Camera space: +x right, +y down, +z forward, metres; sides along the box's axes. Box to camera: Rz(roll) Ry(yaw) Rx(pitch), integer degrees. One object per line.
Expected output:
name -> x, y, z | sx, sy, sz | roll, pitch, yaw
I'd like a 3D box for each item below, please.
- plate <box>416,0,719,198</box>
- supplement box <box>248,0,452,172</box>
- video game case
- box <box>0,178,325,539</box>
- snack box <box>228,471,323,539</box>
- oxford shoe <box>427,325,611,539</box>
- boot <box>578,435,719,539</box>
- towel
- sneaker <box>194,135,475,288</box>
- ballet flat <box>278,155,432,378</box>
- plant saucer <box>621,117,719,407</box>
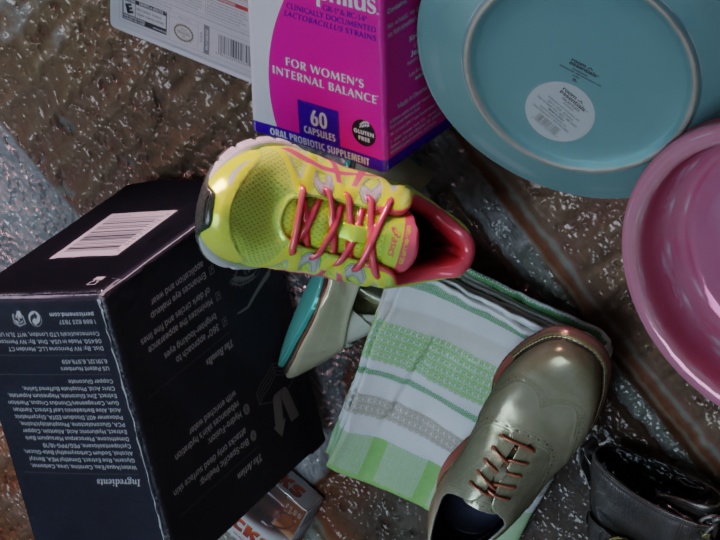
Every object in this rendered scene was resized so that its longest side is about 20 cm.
plate -> 0.126, -0.117, 1.493 | 0.199, 0.026, 0.201 | 9, 130, 11
supplement box -> 0.000, -0.175, 1.550 | 0.101, 0.103, 0.201 | 18, 125, 31
video game case -> -0.097, -0.221, 1.658 | 0.143, 0.018, 0.201 | 24, 129, 26
box -> -0.136, 0.067, 1.728 | 0.117, 0.197, 0.201 | -2, 111, 31
snack box -> -0.118, 0.125, 1.888 | 0.200, 0.024, 0.072 | 39, 133, 12
oxford shoe -> 0.097, 0.114, 1.634 | 0.070, 0.074, 0.201 | 27, 134, 1
boot -> 0.206, 0.211, 1.650 | 0.199, 0.069, 0.175 | 29, 132, 24
towel -> 0.064, 0.087, 1.691 | 0.148, 0.031, 0.201 | 26, 131, 6
sneaker -> -0.010, -0.029, 1.533 | 0.090, 0.199, 0.079 | 19, 100, 43
ballet flat -> 0.000, 0.000, 1.692 | 0.069, 0.069, 0.201 | 34, 132, 17
plant saucer -> 0.246, -0.002, 1.493 | 0.199, 0.051, 0.202 | 19, 128, 27
